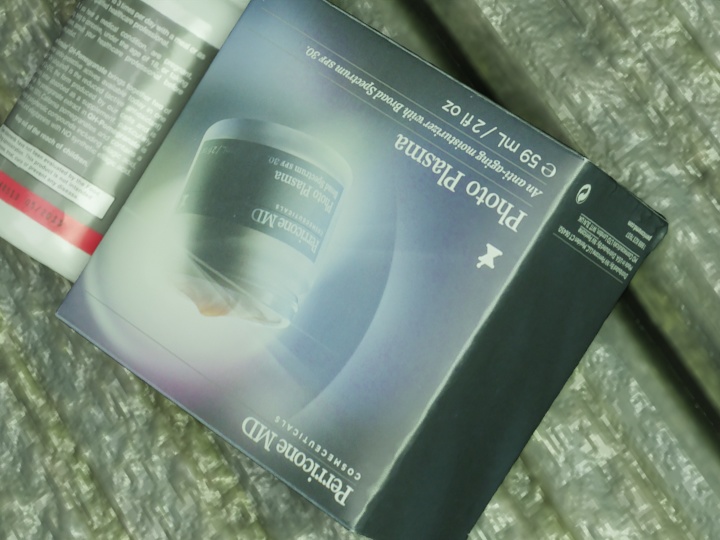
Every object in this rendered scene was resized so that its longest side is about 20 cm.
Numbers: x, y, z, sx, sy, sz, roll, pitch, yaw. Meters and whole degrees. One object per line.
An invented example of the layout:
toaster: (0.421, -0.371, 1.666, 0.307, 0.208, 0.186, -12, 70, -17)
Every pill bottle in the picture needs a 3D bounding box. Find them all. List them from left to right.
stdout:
pill bottle: (-0.103, -0.090, 1.355, 0.111, 0.111, 0.200, 33, 91, 28)

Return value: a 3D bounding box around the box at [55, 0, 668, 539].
box: (0.000, 0.000, 1.278, 0.200, 0.123, 0.199, 33, 92, 28)
